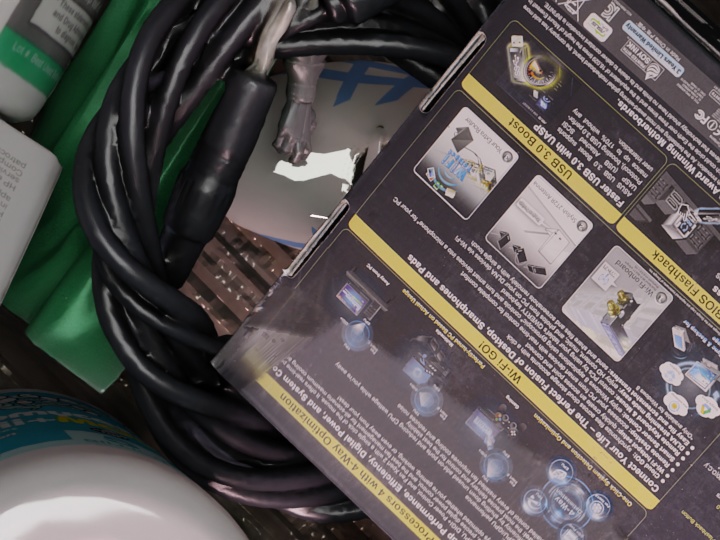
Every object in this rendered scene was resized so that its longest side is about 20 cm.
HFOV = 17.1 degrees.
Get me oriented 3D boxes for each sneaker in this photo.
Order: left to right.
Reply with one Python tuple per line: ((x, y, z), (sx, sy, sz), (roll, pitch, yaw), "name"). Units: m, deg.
((0.043, -0.028, 0.805), (0.199, 0.072, 0.072), (10, 91, -7), "sneaker")

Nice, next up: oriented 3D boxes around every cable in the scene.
((0.000, 0.000, 0.728), (0.163, 0.051, 0.201), (-26, 119, -21), "cable")

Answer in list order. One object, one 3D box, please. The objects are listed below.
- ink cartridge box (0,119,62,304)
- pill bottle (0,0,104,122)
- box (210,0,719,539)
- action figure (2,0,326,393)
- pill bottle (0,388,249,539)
((-0.190, 0.018, 0.668), (0.146, 0.086, 0.201), (33, 49, -17), "ink cartridge box")
((-0.103, -0.158, 0.759), (0.113, 0.113, 0.201), (31, 87, -8), "pill bottle")
((0.082, 0.032, 0.641), (0.200, 0.049, 0.161), (42, 106, 11), "box")
((-0.049, -0.066, 0.765), (0.055, 0.118, 0.201), (29, 95, -47), "action figure")
((-0.097, 0.096, 0.718), (0.110, 0.200, 0.112), (-1, 94, -16), "pill bottle")
